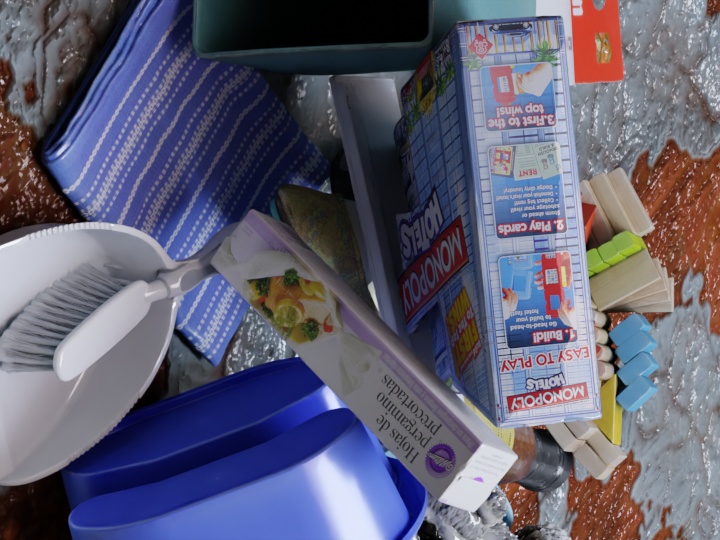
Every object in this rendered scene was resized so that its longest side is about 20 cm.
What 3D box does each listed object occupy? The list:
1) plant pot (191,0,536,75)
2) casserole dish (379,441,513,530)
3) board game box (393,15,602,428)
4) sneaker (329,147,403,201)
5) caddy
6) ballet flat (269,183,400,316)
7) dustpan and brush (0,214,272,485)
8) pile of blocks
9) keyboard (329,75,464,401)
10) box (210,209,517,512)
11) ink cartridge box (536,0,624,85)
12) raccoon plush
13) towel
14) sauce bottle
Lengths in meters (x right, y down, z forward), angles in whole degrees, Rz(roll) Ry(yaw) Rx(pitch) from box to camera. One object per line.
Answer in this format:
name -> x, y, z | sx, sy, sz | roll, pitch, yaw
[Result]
plant pot -> 0.020, -0.173, 1.583 | 0.200, 0.141, 0.142 | 14, 77, -63
casserole dish -> 0.017, 0.137, 1.696 | 0.121, 0.039, 0.200 | -30, 147, 4
board game box -> 0.065, -0.005, 1.504 | 0.062, 0.200, 0.200 | -5, 75, -17
sneaker -> 0.048, -0.031, 1.716 | 0.200, 0.075, 0.116 | -27, 124, -54
caddy -> -0.065, 0.132, 1.518 | 0.200, 0.141, 0.105 | -20, 115, -1
ballet flat -> 0.000, 0.000, 1.633 | 0.071, 0.071, 0.200 | -64, 157, -20
dustpan and brush -> -0.123, 0.015, 1.508 | 0.200, 0.057, 0.140 | -40, 134, -43
pile of blocks -> 0.155, 0.032, 1.832 | 0.062, 0.082, 0.200 | 14, 72, -72
keyboard -> 0.021, -0.012, 1.593 | 0.056, 0.011, 0.200 | 0, 76, -57
box -> -0.001, 0.044, 1.479 | 0.039, 0.200, 0.041 | -52, 149, 11
ink cartridge box -> 0.120, -0.193, 1.782 | 0.200, 0.057, 0.163 | -8, 95, -48
raccoon plush -> 0.068, 0.138, 1.660 | 0.200, 0.097, 0.134 | -36, 150, -56
towel -> -0.090, -0.059, 1.570 | 0.145, 0.024, 0.200 | -61, 140, -22
sauce bottle -> 0.067, 0.105, 1.787 | 0.200, 0.066, 0.066 | 23, 80, -52
